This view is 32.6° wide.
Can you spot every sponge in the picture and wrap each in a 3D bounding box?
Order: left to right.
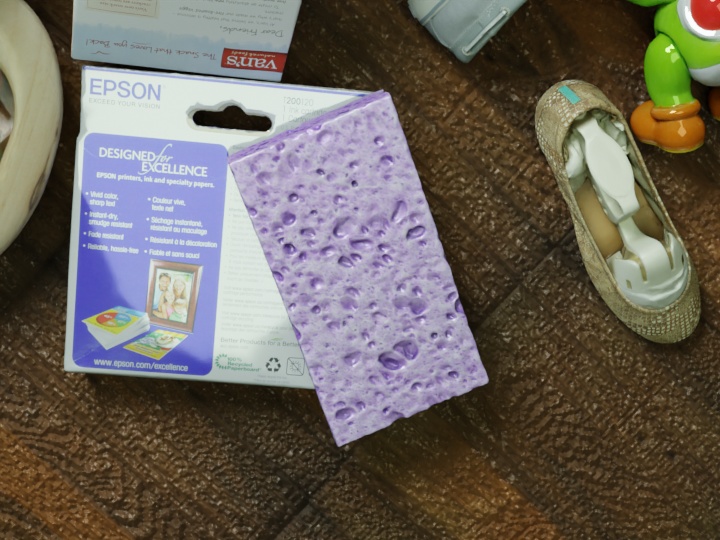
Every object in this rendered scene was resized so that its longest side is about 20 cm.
[{"bbox_3d":[0.000,0.000,0.790,0.110,0.030,0.203,-21,105,-2],"label":"sponge"}]

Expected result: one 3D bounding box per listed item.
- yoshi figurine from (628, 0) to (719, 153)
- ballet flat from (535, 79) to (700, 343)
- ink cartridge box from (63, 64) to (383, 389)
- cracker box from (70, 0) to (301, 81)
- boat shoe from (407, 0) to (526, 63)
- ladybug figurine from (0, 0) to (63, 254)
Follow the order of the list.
[{"bbox_3d":[0.203,-0.187,0.787,0.111,0.112,0.203,5,122,33],"label":"yoshi figurine"},{"bbox_3d":[0.175,-0.031,0.819,0.070,0.065,0.201,-32,103,3],"label":"ballet flat"},{"bbox_3d":[-0.089,-0.027,0.810,0.195,0.043,0.203,5,103,-7],"label":"ink cartridge box"},{"bbox_3d":[-0.093,-0.199,0.698,0.132,0.058,0.201,4,146,-13],"label":"cracker box"},{"bbox_3d":[0.118,-0.200,0.749,0.072,0.070,0.200,47,126,-10],"label":"boat shoe"},{"bbox_3d":[-0.257,-0.083,0.771,0.134,0.072,0.202,25,99,-10],"label":"ladybug figurine"}]
